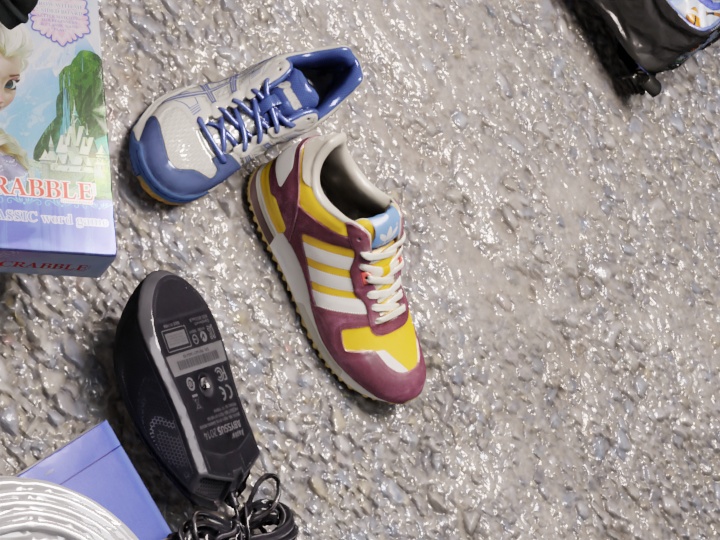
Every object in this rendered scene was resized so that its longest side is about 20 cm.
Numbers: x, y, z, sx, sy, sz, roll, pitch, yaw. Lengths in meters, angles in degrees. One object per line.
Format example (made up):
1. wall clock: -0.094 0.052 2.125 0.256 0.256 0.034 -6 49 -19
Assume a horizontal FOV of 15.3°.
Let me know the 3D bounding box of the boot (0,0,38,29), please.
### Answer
1. boot: -0.199 -0.271 1.667 0.198 0.162 0.073 63 3 7

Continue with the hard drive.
1. hard drive: -0.155 0.208 1.673 0.132 0.025 0.200 -32 94 -48

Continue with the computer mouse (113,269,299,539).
1. computer mouse: -0.117 0.100 1.741 0.138 0.053 0.200 -7 77 -60

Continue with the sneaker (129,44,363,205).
1. sneaker: -0.078 -0.113 1.863 0.200 0.088 0.075 -37 99 -46

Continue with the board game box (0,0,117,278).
1. board game box: -0.257 -0.098 1.677 0.200 0.041 0.200 3 67 -25

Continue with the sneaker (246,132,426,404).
1. sneaker: 0.000 0.000 1.879 0.075 0.090 0.200 -37 98 -47

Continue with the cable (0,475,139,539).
1. cable: -0.200 0.217 1.570 0.200 0.069 0.200 -14 83 -34

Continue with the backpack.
1. backpack: 0.259 -0.272 2.232 0.200 0.154 0.190 58 32 -1
